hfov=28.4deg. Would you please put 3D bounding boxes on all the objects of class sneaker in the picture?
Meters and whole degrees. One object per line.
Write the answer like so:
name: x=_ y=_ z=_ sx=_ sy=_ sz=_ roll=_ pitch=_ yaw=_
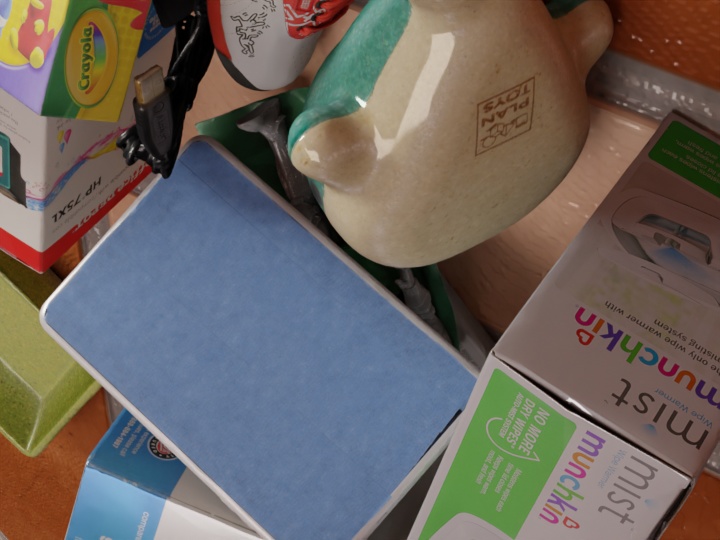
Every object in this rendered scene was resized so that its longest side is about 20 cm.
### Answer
sneaker: x=-0.008 y=-0.145 z=0.642 sx=0.108 sy=0.067 sz=0.202 roll=29 pitch=139 yaw=21

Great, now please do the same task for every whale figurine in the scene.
whale figurine: x=0.031 y=-0.091 z=0.605 sx=0.104 sy=0.159 sz=0.200 roll=54 pitch=162 yaw=29

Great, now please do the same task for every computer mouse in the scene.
computer mouse: x=-0.095 y=-0.141 z=0.661 sx=0.046 sy=0.141 sz=0.200 roll=11 pitch=139 yaw=-1

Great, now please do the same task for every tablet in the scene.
tablet: x=-0.050 y=0.040 z=0.700 sx=0.200 sy=0.130 sz=0.014 roll=41 pitch=178 yaw=13

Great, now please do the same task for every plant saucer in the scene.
plant saucer: x=-0.277 y=0.031 z=1.073 sx=0.200 sy=0.048 sz=0.200 roll=45 pitch=143 yaw=-3

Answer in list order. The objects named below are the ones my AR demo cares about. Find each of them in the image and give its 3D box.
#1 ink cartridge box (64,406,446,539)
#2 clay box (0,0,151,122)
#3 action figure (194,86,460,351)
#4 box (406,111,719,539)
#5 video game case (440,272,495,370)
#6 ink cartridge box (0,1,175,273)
ink cartridge box: x=-0.039 y=0.133 z=0.768 sx=0.200 sy=0.145 sz=0.084 roll=22 pitch=117 yaw=3
clay box: x=-0.127 y=-0.179 z=0.617 sx=0.115 sy=0.048 sz=0.200 roll=33 pitch=114 yaw=39
action figure: x=0.000 y=0.000 z=0.751 sx=0.118 sy=0.055 sz=0.200 roll=-14 pitch=112 yaw=24
box: x=0.113 y=0.064 z=0.649 sx=0.097 sy=0.177 sz=0.200 roll=32 pitch=143 yaw=12
video game case: x=-0.006 y=0.075 z=0.828 sx=0.182 sy=0.024 sz=0.200 roll=-33 pitch=103 yaw=23
ink cartridge box: x=-0.167 y=-0.084 z=0.805 sx=0.067 sy=0.116 sz=0.200 roll=32 pitch=143 yaw=12
